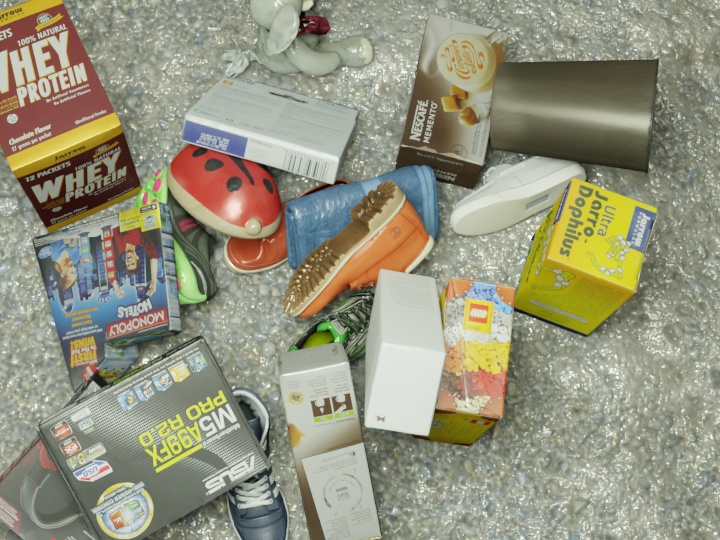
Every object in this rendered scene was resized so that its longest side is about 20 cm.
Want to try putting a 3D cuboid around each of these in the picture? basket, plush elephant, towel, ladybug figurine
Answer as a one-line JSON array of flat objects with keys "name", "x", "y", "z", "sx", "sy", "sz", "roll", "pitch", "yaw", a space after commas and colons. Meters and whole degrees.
[{"name": "basket", "x": 0.271, "y": -0.202, "z": 1.326, "sx": 0.198, "sy": 0.137, "sz": 0.181, "roll": 5, "pitch": 28, "yaw": 15}, {"name": "plush elephant", "x": -0.091, "y": -0.338, "z": 1.360, "sx": 0.199, "sy": 0.155, "sz": 0.165, "roll": -26, "pitch": 75, "yaw": -18}, {"name": "towel", "x": 0.005, "y": -0.061, "z": 1.302, "sx": 0.199, "sy": 0.112, "sz": 0.049, "roll": -16, "pitch": 35, "yaw": -17}, {"name": "ladybug figurine", "x": -0.163, "y": -0.108, "z": 1.284, "sx": 0.135, "sy": 0.072, "sz": 0.200, "roll": -1, "pitch": 33, "yaw": -36}]

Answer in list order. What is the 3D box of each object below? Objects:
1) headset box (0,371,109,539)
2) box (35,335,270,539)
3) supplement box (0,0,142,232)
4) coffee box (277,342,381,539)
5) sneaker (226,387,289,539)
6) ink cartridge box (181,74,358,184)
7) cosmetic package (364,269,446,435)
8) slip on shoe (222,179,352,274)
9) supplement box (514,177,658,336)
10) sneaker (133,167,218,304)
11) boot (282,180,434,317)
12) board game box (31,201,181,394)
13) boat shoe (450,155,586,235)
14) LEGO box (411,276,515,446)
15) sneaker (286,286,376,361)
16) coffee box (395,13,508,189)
[{"name": "headset box", "x": -0.311, "y": 0.240, "z": 1.168, "sx": 0.149, "sy": 0.075, "sz": 0.200, "roll": 43, "pitch": 84, "yaw": -10}, {"name": "box", "x": -0.221, "y": 0.187, "z": 1.123, "sx": 0.199, "sy": 0.044, "sz": 0.161, "roll": -28, "pitch": 96, "yaw": -9}, {"name": "supplement box", "x": -0.375, "y": -0.188, "z": 1.271, "sx": 0.132, "sy": 0.200, "sz": 0.198, "roll": -25, "pitch": 75, "yaw": -12}, {"name": "coffee box", "x": -0.036, "y": 0.195, "z": 1.172, "sx": 0.079, "sy": 0.114, "sz": 0.202, "roll": -11, "pitch": 97, "yaw": -3}, {"name": "sneaker", "x": -0.126, "y": 0.232, "z": 1.202, "sx": 0.070, "sy": 0.109, "sz": 0.202, "roll": -10, "pitch": 73, "yaw": -8}, {"name": "ink cartridge box", "x": -0.109, "y": -0.185, "z": 1.335, "sx": 0.195, "sy": 0.200, "sz": 0.044, "roll": 15, "pitch": 115, "yaw": 1}, {"name": "cosmetic package", "x": 0.047, "y": 0.085, "z": 1.154, "sx": 0.071, "sy": 0.200, "sz": 0.102, "roll": 9, "pitch": 113, "yaw": -3}, {"name": "slip on shoe", "x": -0.086, "y": -0.061, "z": 1.328, "sx": 0.199, "sy": 0.061, "sz": 0.074, "roll": -27, "pitch": 78, "yaw": -11}, {"name": "supplement box", "x": 0.266, "y": -0.011, "z": 1.267, "sx": 0.109, "sy": 0.200, "sz": 0.110, "roll": 20, "pitch": 71, "yaw": 2}, {"name": "sneaker", "x": -0.231, "y": -0.039, "z": 1.310, "sx": 0.077, "sy": 0.083, "sz": 0.201, "roll": -36, "pitch": 58, "yaw": 29}, {"name": "boot", "x": 0.000, "y": 0.000, "z": 1.250, "sx": 0.200, "sy": 0.075, "sz": 0.107, "roll": -43, "pitch": 120, "yaw": -1}, {"name": "board game box", "x": -0.291, "y": 0.040, "z": 1.240, "sx": 0.199, "sy": 0.062, "sz": 0.202, "roll": -12, "pitch": 80, "yaw": 27}, {"name": "boat shoe", "x": 0.198, "y": -0.110, "z": 1.366, "sx": 0.199, "sy": 0.072, "sz": 0.069, "roll": -25, "pitch": 61, "yaw": -10}, {"name": "LEGO box", "x": 0.116, "y": 0.112, "z": 1.214, "sx": 0.076, "sy": 0.200, "sz": 0.150, "roll": 9, "pitch": 72, "yaw": -2}, {"name": "sneaker", "x": -0.011, "y": 0.075, "z": 1.276, "sx": 0.200, "sy": 0.085, "sz": 0.078, "roll": -41, "pitch": 80, "yaw": -16}, {"name": "coffee box", "x": 0.121, "y": -0.225, "z": 1.388, "sx": 0.113, "sy": 0.080, "sz": 0.201, "roll": 14, "pitch": 71, "yaw": 0}]
